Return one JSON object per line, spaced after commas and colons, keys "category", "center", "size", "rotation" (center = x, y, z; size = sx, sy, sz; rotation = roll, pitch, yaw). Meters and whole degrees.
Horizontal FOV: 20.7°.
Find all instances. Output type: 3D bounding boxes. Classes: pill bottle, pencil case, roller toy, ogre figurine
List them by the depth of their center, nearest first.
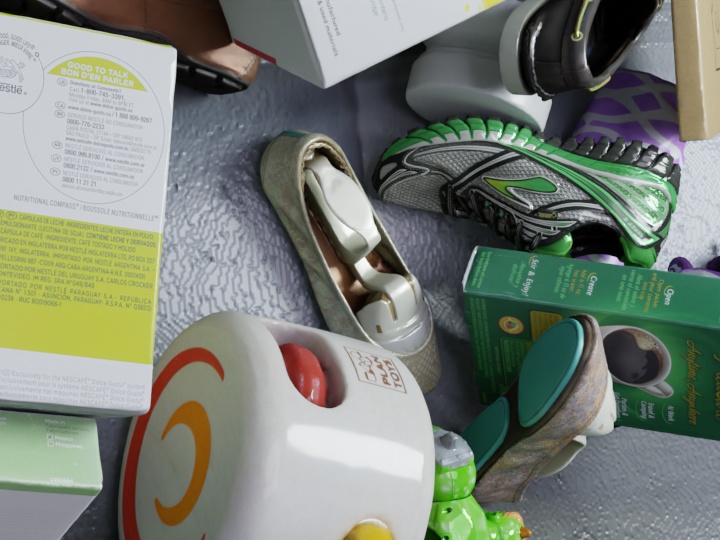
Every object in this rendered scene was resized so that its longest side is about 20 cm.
{"category": "roller toy", "center": [-0.045, 0.123, 1.150], "size": [0.139, 0.200, 0.184], "rotation": [14, 73, -29]}
{"category": "ogre figurine", "center": [0.040, 0.175, 1.234], "size": [0.098, 0.120, 0.202], "rotation": [12, 81, -29]}
{"category": "pill bottle", "center": [0.100, -0.194, 1.303], "size": [0.116, 0.116, 0.201], "rotation": [22, 75, -26]}
{"category": "pencil case", "center": [0.167, -0.040, 1.350], "size": [0.201, 0.084, 0.086], "rotation": [-62, 152, -17]}

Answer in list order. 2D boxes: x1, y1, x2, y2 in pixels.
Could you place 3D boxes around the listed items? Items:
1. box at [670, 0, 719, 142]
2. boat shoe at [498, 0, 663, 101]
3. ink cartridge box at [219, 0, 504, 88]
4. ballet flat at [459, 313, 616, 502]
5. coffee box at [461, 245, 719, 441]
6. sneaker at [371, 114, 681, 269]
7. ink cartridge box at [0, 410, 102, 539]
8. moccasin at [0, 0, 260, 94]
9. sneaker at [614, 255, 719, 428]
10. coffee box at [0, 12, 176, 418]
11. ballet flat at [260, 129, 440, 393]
{"category": "box", "center": [0.224, -0.190, 1.300], "size": [0.163, 0.021, 0.202], "rotation": [-25, 112, -71]}
{"category": "boat shoe", "center": [0.159, -0.169, 1.237], "size": [0.201, 0.060, 0.072], "rotation": [-48, 134, -40]}
{"category": "ink cartridge box", "center": [0.024, -0.195, 1.150], "size": [0.199, 0.145, 0.084], "rotation": [-26, 114, -17]}
{"category": "ballet flat", "center": [0.121, 0.091, 1.250], "size": [0.067, 0.200, 0.068], "rotation": [16, 56, -17]}
{"category": "coffee box", "center": [0.169, 0.050, 1.261], "size": [0.123, 0.199, 0.044], "rotation": [77, 26, -47]}
{"category": "sneaker", "center": [0.104, -0.046, 1.271], "size": [0.198, 0.078, 0.086], "rotation": [8, 69, 9]}
{"category": "ink cartridge box", "center": [-0.241, 0.141, 1.053], "size": [0.145, 0.200, 0.048], "rotation": [7, 54, -29]}
{"category": "moccasin", "center": [-0.144, -0.168, 1.183], "size": [0.200, 0.073, 0.078], "rotation": [14, 79, -29]}
{"category": "sneaker", "center": [0.216, 0.044, 1.387], "size": [0.199, 0.074, 0.088], "rotation": [-24, 82, -38]}
{"category": "coffee box", "center": [-0.230, -0.027, 1.049], "size": [0.199, 0.199, 0.199], "rotation": [8, 81, -28]}
{"category": "ballet flat", "center": [0.000, 0.000, 1.259], "size": [0.067, 0.062, 0.201], "rotation": [-39, 105, -26]}
